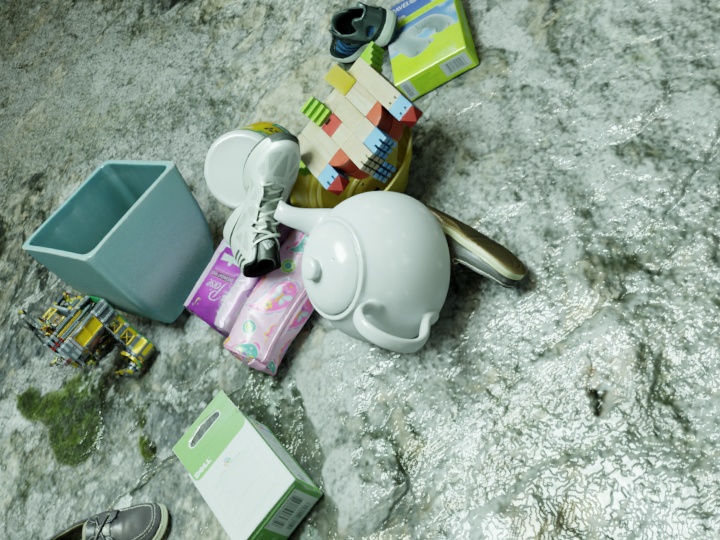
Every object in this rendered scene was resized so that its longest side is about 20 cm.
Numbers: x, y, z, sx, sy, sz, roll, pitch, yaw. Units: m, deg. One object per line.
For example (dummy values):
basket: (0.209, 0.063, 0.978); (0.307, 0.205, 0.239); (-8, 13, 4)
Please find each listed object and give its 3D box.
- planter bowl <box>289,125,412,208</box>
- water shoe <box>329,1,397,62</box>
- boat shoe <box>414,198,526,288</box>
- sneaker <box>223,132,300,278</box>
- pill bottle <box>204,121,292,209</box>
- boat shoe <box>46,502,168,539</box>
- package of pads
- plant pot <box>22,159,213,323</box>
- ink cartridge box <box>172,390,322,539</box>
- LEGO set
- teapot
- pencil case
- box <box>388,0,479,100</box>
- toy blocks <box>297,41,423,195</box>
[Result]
planter bowl: (0.004, -0.130, 1.117); (0.200, 0.083, 0.201); (-19, 51, 26)
water shoe: (-0.015, -0.385, 1.272); (0.200, 0.079, 0.072); (3, 77, 63)
boat shoe: (0.115, -0.023, 0.975); (0.200, 0.073, 0.065); (39, 110, 44)
sneaker: (-0.113, -0.072, 1.039); (0.201, 0.076, 0.115); (-62, 39, 35)
pill bottle: (-0.148, -0.160, 1.185); (0.113, 0.113, 0.200); (-35, 8, 15)
boat shoe: (-0.347, 0.359, 1.077); (0.200, 0.065, 0.072); (-25, 47, 22)
package of pads: (-0.161, 0.000, 1.167); (0.120, 0.076, 0.200); (20, 75, 47)
plant pot: (-0.340, -0.030, 1.227); (0.196, 0.200, 0.196); (7, 53, 42)
ink cartridge box: (-0.144, 0.248, 0.995); (0.104, 0.059, 0.200); (-51, 44, -2)
LEGO set: (-0.429, 0.118, 1.244); (0.200, 0.154, 0.116); (14, 57, 38)
teapot: (0.000, 0.000, 0.945); (0.200, 0.146, 0.198); (-11, 83, 51)
pencil case: (-0.101, 0.040, 1.085); (0.087, 0.087, 0.200); (21, 75, 45)
box: (0.102, -0.361, 1.223); (0.122, 0.048, 0.200); (-25, 50, 23)
toy blocks: (0.001, -0.171, 1.031); (0.200, 0.100, 0.137); (-50, 52, 15)
